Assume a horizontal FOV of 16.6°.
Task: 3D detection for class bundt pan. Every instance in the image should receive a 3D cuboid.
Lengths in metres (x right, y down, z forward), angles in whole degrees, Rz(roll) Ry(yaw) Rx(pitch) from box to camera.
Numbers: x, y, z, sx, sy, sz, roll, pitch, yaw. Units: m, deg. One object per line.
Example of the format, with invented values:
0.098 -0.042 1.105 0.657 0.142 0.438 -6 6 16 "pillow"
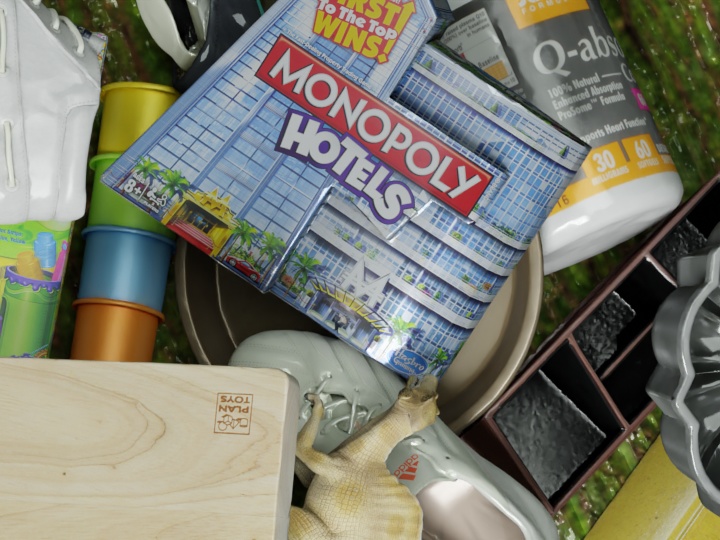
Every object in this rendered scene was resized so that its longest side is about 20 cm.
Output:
0.235 0.049 1.280 0.201 0.076 0.203 -2 94 -21 "bundt pan"

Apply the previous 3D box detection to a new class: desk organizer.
0.146 0.042 1.342 0.072 0.077 0.200 44 73 3 "desk organizer"

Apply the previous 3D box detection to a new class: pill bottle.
0.087 -0.104 1.348 0.116 0.116 0.201 -22 81 -14 "pill bottle"

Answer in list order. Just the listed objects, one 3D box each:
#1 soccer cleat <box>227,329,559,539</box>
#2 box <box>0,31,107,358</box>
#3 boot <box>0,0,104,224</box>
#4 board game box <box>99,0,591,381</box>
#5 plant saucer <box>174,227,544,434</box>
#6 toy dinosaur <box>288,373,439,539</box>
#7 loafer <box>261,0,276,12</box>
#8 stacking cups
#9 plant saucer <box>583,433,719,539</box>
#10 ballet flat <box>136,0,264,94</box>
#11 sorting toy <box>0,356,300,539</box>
0.016 0.095 1.245 0.200 0.078 0.069 34 99 7 "soccer cleat"
-0.247 -0.035 1.269 0.199 0.122 0.194 11 74 -7 "box"
-0.174 -0.119 1.212 0.095 0.074 0.201 2 83 -15 "boot"
0.006 -0.075 1.245 0.200 0.062 0.200 33 99 6 "board game box"
0.000 0.000 1.299 0.199 0.029 0.201 1 94 12 "plant saucer"
-0.021 0.131 1.179 0.101 0.058 0.201 11 73 20 "toy dinosaur"
-0.032 -0.106 1.349 0.069 0.075 0.201 -8 78 -16 "loafer"
-0.122 0.002 1.316 0.060 0.061 0.201 7 76 -8 "stacking cups"
0.243 0.154 1.347 0.200 0.048 0.200 38 74 1 "plant saucer"
-0.096 -0.174 1.338 0.073 0.073 0.201 -9 63 -12 "ballet flat"
-0.124 0.145 1.144 0.199 0.070 0.200 2 80 18 "sorting toy"
